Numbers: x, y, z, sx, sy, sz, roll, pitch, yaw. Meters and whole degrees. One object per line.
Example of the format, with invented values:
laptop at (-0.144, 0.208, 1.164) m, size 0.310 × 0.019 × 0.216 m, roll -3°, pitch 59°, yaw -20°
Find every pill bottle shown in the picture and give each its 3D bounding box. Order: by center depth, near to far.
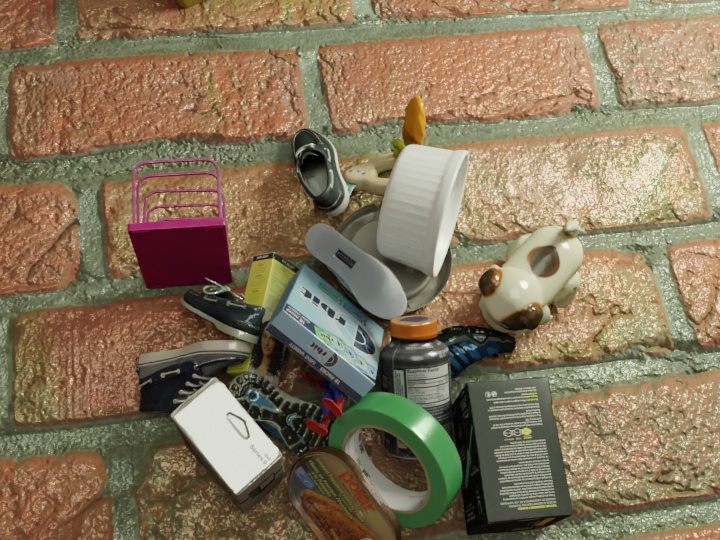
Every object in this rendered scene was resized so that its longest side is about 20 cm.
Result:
pill bottle at (0.084, 0.170, 1.315) m, size 0.106 × 0.106 × 0.201 m, roll -4°, pitch 97°, yaw -7°

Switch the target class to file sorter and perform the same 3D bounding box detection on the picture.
file sorter at (-0.277, -0.073, 1.375) m, size 0.138 × 0.200 × 0.126 m, roll -3°, pitch 65°, yaw -7°

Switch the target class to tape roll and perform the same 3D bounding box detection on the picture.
tape roll at (0.048, 0.272, 1.261) m, size 0.200 × 0.201 × 0.048 m, roll 42°, pitch 43°, yaw 12°

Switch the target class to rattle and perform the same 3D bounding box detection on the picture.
rattle at (0.017, -0.190, 1.476) m, size 0.199 × 0.143 × 0.131 m, roll -8°, pitch 48°, yaw 0°

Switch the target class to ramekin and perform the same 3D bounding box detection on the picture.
ramekin at (0.095, -0.098, 1.362) m, size 0.097 × 0.201 × 0.201 m, roll 16°, pitch 67°, yaw 10°

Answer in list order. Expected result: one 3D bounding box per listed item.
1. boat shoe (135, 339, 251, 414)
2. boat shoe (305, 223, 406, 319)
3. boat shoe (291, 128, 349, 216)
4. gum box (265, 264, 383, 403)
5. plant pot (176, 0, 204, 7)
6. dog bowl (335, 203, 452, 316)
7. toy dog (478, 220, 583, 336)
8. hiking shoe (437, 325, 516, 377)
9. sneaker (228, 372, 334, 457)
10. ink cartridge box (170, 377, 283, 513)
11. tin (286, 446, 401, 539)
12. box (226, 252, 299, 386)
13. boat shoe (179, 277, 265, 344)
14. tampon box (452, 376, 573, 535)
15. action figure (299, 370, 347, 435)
boat shoe at (-0.249, 0.163, 1.320) m, size 0.199 × 0.075 × 0.093 m, roll -13°, pitch 70°, yaw 27°
boat shoe at (0.000, 0.000, 1.378) m, size 0.074 × 0.065 × 0.200 m, roll -45°, pitch 75°, yaw 5°
boat shoe at (-0.076, -0.179, 1.481) m, size 0.076 × 0.060 × 0.200 m, roll -39°, pitch 51°, yaw 11°
gum box at (-0.047, 0.088, 1.316) m, size 0.170 × 0.200 × 0.045 m, roll 40°, pitch 108°, yaw -8°
plant pot at (-0.301, -0.603, 1.604) m, size 0.199 × 0.177 × 0.201 m, roll -26°, pitch 72°, yaw -16°
dog bowl at (0.049, -0.013, 1.456) m, size 0.199 × 0.059 × 0.201 m, roll 2°, pitch 68°, yaw -5°
toy dog at (0.266, 0.025, 1.376) m, size 0.140 × 0.194 × 0.200 m, roll 49°, pitch 49°, yaw 5°
hiking shoe at (0.151, 0.135, 1.409) m, size 0.199 × 0.074 × 0.087 m, roll -1°, pitch 94°, yaw -9°
sneaker at (-0.114, 0.217, 1.334) m, size 0.200 × 0.090 × 0.079 m, roll 40°, pitch 79°, yaw -11°
ink cartridge box at (-0.185, 0.251, 1.246) m, size 0.084 × 0.200 × 0.146 m, roll -40°, pitch 76°, yaw -18°
tin at (-0.022, 0.345, 1.272) m, size 0.112 × 0.042 × 0.200 m, roll -38°, pitch 86°, yaw 24°
box at (-0.149, 0.077, 1.387) m, size 0.050 × 0.075 × 0.201 m, roll -9°, pitch 61°, yaw 36°
boat shoe at (-0.211, 0.055, 1.346) m, size 0.075 × 0.200 × 0.062 m, roll 26°, pitch 86°, yaw -36°
tampon box at (0.218, 0.276, 1.302) m, size 0.126 × 0.150 × 0.201 m, roll -3°, pitch 68°, yaw -6°
action figure at (-0.055, 0.159, 1.316) m, size 0.099 × 0.200 × 0.065 m, roll 39°, pitch 108°, yaw -1°
